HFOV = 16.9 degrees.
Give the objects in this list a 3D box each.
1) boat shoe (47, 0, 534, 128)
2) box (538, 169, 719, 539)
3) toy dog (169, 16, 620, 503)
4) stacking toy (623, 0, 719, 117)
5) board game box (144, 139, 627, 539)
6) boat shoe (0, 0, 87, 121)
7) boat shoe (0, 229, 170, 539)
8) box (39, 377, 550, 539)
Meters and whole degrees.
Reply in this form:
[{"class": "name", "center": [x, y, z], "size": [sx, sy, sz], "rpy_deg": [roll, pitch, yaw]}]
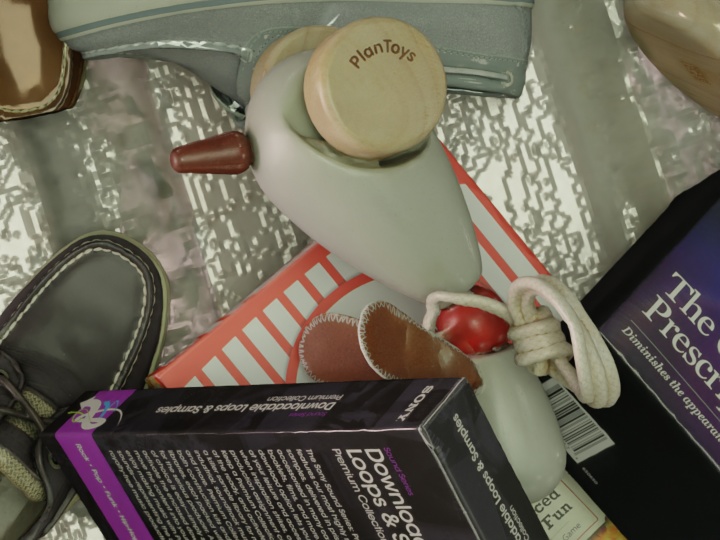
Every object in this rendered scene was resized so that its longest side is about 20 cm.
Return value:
[{"class": "boat shoe", "center": [-0.023, -0.088, 0.964], "size": [0.201, 0.070, 0.072], "rpy_deg": [-4, 93, -18]}, {"class": "box", "center": [0.175, 0.069, 0.955], "size": [0.200, 0.079, 0.141], "rpy_deg": [48, 52, -4]}, {"class": "toy dog", "center": [0.000, 0.000, 0.886], "size": [0.096, 0.132, 0.200], "rpy_deg": [-25, 75, -15]}, {"class": "stacking toy", "center": [0.199, -0.155, 0.991], "size": [0.085, 0.085, 0.200], "rpy_deg": [41, 83, -3]}, {"class": "board game box", "center": [0.034, 0.072, 0.981], "size": [0.151, 0.046, 0.200], "rpy_deg": [-41, 93, -12]}, {"class": "boat shoe", "center": [-0.155, -0.158, 0.962], "size": [0.076, 0.074, 0.200], "rpy_deg": [-13, 90, -4]}, {"class": "boat shoe", "center": [-0.140, 0.074, 0.965], "size": [0.072, 0.065, 0.200], "rpy_deg": [35, 86, -3]}, {"class": "box", "center": [-0.013, 0.106, 0.900], "size": [0.036, 0.200, 0.143], "rpy_deg": [-47, 120, -37]}]
